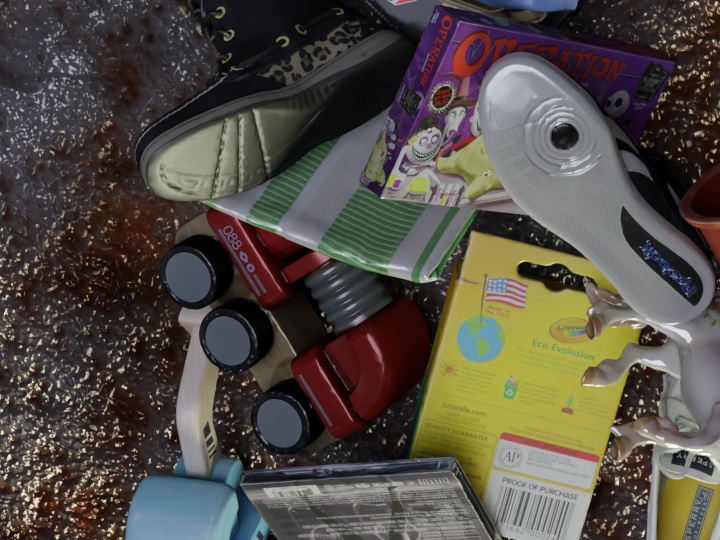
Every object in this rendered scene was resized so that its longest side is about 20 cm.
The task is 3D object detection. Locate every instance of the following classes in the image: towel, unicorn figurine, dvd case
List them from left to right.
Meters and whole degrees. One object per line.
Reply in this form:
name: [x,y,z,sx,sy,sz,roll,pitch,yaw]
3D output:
towel: [-0.014,-0.077,1.406,0.200,0.153,0.023,24,146,14]
dvd case: [0.024,0.187,1.460,0.148,0.016,0.200,-6,140,21]
unicorn figurine: [0.212,0.085,1.327,0.074,0.137,0.201,123,141,-58]

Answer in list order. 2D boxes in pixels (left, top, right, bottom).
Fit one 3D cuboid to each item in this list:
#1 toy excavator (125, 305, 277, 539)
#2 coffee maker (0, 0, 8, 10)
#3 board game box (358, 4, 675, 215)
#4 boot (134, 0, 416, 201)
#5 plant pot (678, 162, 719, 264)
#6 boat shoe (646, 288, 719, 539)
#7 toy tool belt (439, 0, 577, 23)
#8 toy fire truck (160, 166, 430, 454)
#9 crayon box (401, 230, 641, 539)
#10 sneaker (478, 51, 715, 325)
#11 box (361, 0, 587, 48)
toy excavator: [-0.109,0.147,1.511,0.100,0.195,0.200,7,132,18]
coffee maker: [-0.112,-0.242,1.354,0.199,0.135,0.192,17,130,2]
board game box: [0.099,-0.092,1.345,0.032,0.200,0.120,37,114,42]
boot: [-0.085,-0.134,1.392,0.154,0.203,0.074,46,149,30]
plant pot: [0.318,0.011,1.295,0.200,0.201,0.196,-20,103,23]
boat shoe: [0.217,0.114,1.402,0.074,0.086,0.203,17,107,15]
toy tool belt: [0.101,-0.201,1.305,0.199,0.123,0.125,19,108,14]
toy fire truck: [0.000,0.000,1.450,0.200,0.129,0.176,-31,91,33]
crayon box: [0.106,0.075,1.434,0.127,0.051,0.201,14,108,-3]
sneaker: [0.141,-0.063,1.336,0.073,0.112,0.200,-33,108,20]
box: [0.088,-0.228,1.394,0.160,0.044,0.200,44,113,6]
